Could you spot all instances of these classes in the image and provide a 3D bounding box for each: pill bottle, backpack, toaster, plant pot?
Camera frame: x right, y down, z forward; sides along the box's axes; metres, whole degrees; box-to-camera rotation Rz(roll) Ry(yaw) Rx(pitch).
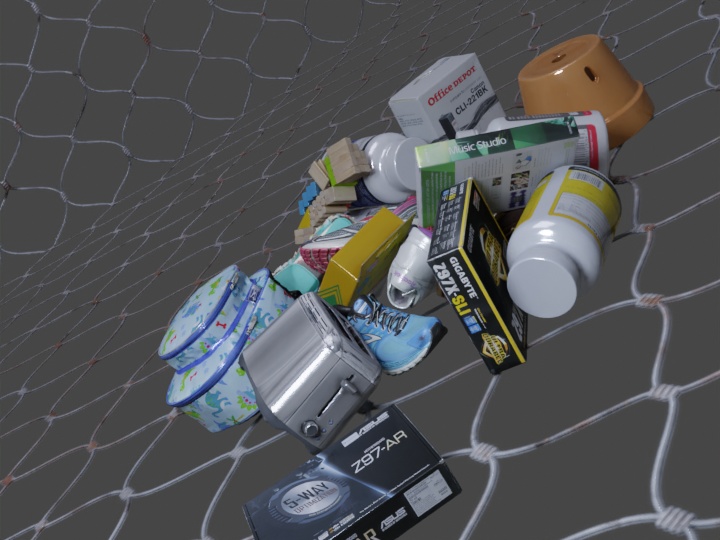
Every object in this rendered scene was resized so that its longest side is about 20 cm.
[{"bbox_3d":[0.233,-0.158,1.448,0.199,0.111,0.111,-4,23,2],"label":"pill bottle"},{"bbox_3d":[0.237,-0.033,1.242,0.112,0.112,0.200,-17,24,34],"label":"pill bottle"},{"bbox_3d":[-0.184,0.106,1.429,0.183,0.147,0.201,-32,31,42],"label":"backpack"},{"bbox_3d":[-0.061,0.115,1.261,0.129,0.114,0.200,-46,29,4],"label":"toaster"},{"bbox_3d":[0.333,-0.269,1.625,0.199,0.140,0.200,-27,21,11],"label":"plant pot"},{"bbox_3d":[0.029,-0.159,1.677,0.111,0.111,0.200,-41,21,-27],"label":"pill bottle"}]

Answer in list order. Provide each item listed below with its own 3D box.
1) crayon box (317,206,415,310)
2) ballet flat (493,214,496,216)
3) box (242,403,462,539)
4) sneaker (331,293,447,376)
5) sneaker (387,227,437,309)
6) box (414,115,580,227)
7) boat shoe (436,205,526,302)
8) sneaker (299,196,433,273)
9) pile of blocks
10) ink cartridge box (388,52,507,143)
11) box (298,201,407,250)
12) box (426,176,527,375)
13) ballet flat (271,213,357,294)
[{"bbox_3d":[0.000,0.000,1.431,0.127,0.051,0.200,-45,-13,-35],"label":"crayon box"},{"bbox_3d":[0.171,-0.079,1.519,0.199,0.069,0.071,-20,26,18],"label":"ballet flat"},{"bbox_3d":[-0.013,0.232,1.067,0.200,0.044,0.160,-33,20,-6],"label":"box"},{"bbox_3d":[0.021,0.075,1.324,0.199,0.090,0.078,-6,31,48],"label":"sneaker"},{"bbox_3d":[0.065,0.006,1.376,0.100,0.075,0.200,-56,-11,-7],"label":"sneaker"},{"bbox_3d":[0.167,-0.121,1.317,0.199,0.145,0.036,-12,62,-3],"label":"box"},{"bbox_3d":[0.181,-0.026,1.372,0.070,0.071,0.200,34,66,24],"label":"boat shoe"},{"bbox_3d":[0.008,-0.048,1.540,0.199,0.081,0.075,-13,58,4],"label":"sneaker"},{"bbox_3d":[-0.042,-0.122,1.636,0.062,0.082,0.200,-5,-40,-43],"label":"pile of blocks"},{"bbox_3d":[0.156,-0.225,1.683,0.144,0.200,0.084,-41,22,-25],"label":"ink cartridge box"},{"bbox_3d":[0.006,-0.048,1.685,0.200,0.060,0.117,-6,31,51],"label":"box"},{"bbox_3d":[0.141,0.002,1.224,0.049,0.160,0.200,-22,20,19],"label":"box"},{"bbox_3d":[-0.075,-0.004,1.597,0.200,0.076,0.064,-44,-1,-2],"label":"ballet flat"}]
